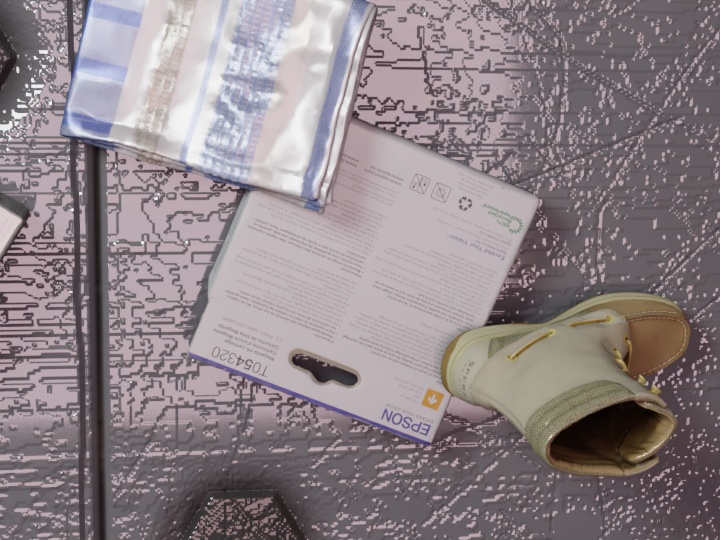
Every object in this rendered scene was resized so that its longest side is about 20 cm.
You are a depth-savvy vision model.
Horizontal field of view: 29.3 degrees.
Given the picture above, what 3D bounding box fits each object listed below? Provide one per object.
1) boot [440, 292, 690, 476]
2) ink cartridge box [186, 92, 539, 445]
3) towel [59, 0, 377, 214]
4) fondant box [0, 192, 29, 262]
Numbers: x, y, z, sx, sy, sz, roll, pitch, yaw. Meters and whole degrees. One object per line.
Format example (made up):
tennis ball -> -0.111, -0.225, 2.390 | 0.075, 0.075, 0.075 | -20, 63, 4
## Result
boot -> 0.176, 0.078, 0.957 | 0.200, 0.155, 0.072 | -10, 111, -22
ink cartridge box -> 0.000, 0.000, 0.988 | 0.196, 0.043, 0.200 | 22, 98, -13
towel -> -0.097, -0.134, 0.931 | 0.200, 0.024, 0.147 | 16, 95, 5
fondant box -> -0.346, -0.028, 0.920 | 0.200, 0.058, 0.144 | 32, 94, -12
